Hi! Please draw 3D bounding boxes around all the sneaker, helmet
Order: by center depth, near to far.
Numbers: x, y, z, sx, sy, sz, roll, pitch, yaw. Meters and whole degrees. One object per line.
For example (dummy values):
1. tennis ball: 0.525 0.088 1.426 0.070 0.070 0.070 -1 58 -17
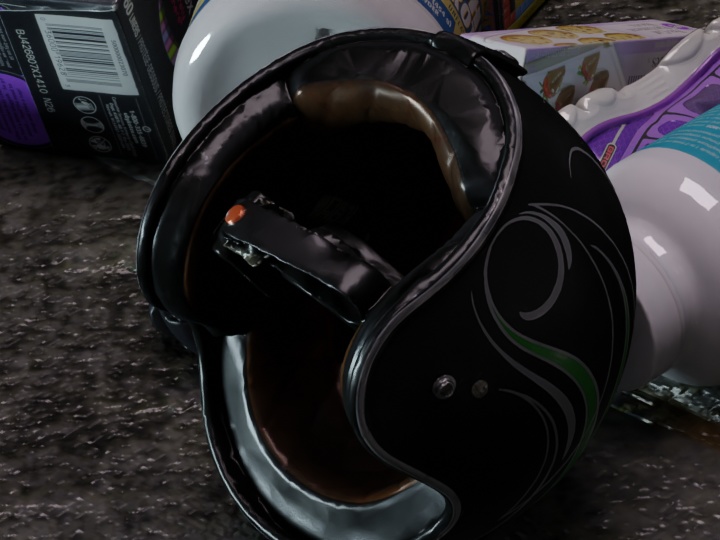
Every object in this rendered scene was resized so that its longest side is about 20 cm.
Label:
1. helmet: 0.018 0.017 1.162 0.199 0.191 0.201 -10 52 14
2. sneaker: 0.165 -0.059 1.402 0.200 0.081 0.083 -31 64 -34

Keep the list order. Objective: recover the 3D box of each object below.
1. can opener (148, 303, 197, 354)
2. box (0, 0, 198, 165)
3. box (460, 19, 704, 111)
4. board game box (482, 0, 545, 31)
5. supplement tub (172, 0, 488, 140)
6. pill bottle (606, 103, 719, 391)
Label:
1. can opener: 0.000 0.000 1.322 0.199 0.064 0.079 -10 32 -7
2. box: -0.126 -0.171 1.513 0.106 0.122 0.200 7 52 19
3. box: 0.113 -0.100 1.417 0.041 0.039 0.200 18 16 31
4. board game box: 0.049 -0.209 1.654 0.165 0.057 0.200 10 35 25
5. supplement tub: -0.010 -0.127 1.449 0.144 0.145 0.200 0 33 9
6. pill bottle: 0.174 -0.020 1.282 0.200 0.111 0.111 -28 39 -33
